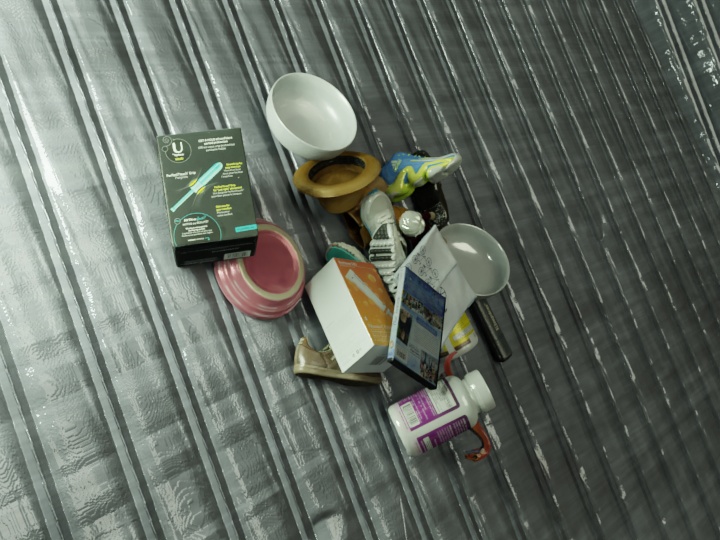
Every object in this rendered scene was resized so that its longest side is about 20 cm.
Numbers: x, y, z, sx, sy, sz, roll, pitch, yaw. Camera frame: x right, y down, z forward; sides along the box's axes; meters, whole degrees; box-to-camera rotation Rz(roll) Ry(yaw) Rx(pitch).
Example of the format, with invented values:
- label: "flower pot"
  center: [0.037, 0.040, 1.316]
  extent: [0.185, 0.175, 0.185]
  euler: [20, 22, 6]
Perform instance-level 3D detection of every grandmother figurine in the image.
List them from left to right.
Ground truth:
- label: "grandmother figurine"
  center: [0.134, -0.073, 1.647]
  extent: [0.200, 0.060, 0.123]
  euler: [41, 49, -60]

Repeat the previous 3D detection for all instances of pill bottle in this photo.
- label: "pill bottle"
  center: [0.169, 0.093, 1.668]
  extent: [0.109, 0.109, 0.202]
  euler: [-29, 92, -44]
- label: "pill bottle"
  center: [0.164, 0.280, 1.518]
  extent: [0.198, 0.112, 0.113]
  euler: [-26, 89, -2]

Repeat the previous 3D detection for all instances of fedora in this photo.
- label: "fedora"
  center: [-0.045, -0.179, 1.588]
  extent: [0.201, 0.199, 0.083]
  euler: [-44, 136, -42]

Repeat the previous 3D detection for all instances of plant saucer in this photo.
- label: "plant saucer"
  center: [-0.182, -0.010, 1.448]
  extent: [0.199, 0.051, 0.203]
  euler: [18, 61, -35]

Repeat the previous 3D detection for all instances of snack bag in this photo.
- label: "snack bag"
  center: [0.160, 0.036, 1.574]
  extent: [0.189, 0.021, 0.201]
  euler: [-49, 115, -39]

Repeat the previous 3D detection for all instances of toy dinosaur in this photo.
- label: "toy dinosaur"
  center: [0.210, 0.305, 1.596]
  extent: [0.105, 0.201, 0.181]
  euler: [-33, 63, -28]

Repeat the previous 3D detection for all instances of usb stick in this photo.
- label: "usb stick"
  center: [0.307, 0.124, 1.826]
  extent: [0.055, 0.032, 0.202]
  euler: [-26, 90, -43]

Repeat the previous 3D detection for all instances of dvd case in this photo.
- label: "dvd case"
  center: [0.111, 0.111, 1.464]
  extent: [0.142, 0.017, 0.202]
  euler: [37, 50, -38]

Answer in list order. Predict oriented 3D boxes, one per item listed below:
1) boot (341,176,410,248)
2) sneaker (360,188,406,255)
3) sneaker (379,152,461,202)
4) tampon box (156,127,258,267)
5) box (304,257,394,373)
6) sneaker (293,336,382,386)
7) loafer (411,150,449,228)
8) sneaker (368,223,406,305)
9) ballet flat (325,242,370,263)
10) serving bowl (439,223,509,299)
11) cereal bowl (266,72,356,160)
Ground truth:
- label: "boot"
  center: [0.047, -0.094, 1.681]
  extent: [0.202, 0.070, 0.144]
  euler: [50, 59, -21]
- label: "sneaker"
  center: [0.058, -0.078, 1.605]
  extent: [0.076, 0.081, 0.202]
  euler: [-29, 122, -21]
- label: "sneaker"
  center: [0.130, -0.243, 1.749]
  extent: [0.198, 0.076, 0.106]
  euler: [-27, 73, -6]
- label: "tampon box"
  center: [-0.269, -0.128, 1.337]
  extent: [0.148, 0.126, 0.203]
  euler: [-8, 77, -14]
- label: "box"
  center: [-0.004, 0.088, 1.479]
  extent: [0.124, 0.097, 0.201]
  euler: [7, 48, -48]
- label: "sneaker"
  center: [-0.038, 0.178, 1.477]
  extent: [0.198, 0.070, 0.077]
  euler: [16, 68, -35]
- label: "loafer"
  center: [0.162, -0.188, 1.818]
  extent: [0.071, 0.072, 0.202]
  euler: [21, 54, -68]
- label: "sneaker"
  center: [0.071, -0.001, 1.560]
  extent: [0.081, 0.075, 0.203]
  euler: [-20, 109, -40]
- label: "ballet flat"
  center: [0.000, 0.000, 1.599]
  extent: [0.200, 0.071, 0.072]
  euler: [43, 49, -26]
- label: "serving bowl"
  center: [0.250, -0.012, 1.794]
  extent: [0.198, 0.066, 0.202]
  euler: [11, 55, -16]
- label: "cereal bowl"
  center: [-0.112, -0.312, 1.601]
  extent: [0.198, 0.083, 0.202]
  euler: [16, 56, -24]
